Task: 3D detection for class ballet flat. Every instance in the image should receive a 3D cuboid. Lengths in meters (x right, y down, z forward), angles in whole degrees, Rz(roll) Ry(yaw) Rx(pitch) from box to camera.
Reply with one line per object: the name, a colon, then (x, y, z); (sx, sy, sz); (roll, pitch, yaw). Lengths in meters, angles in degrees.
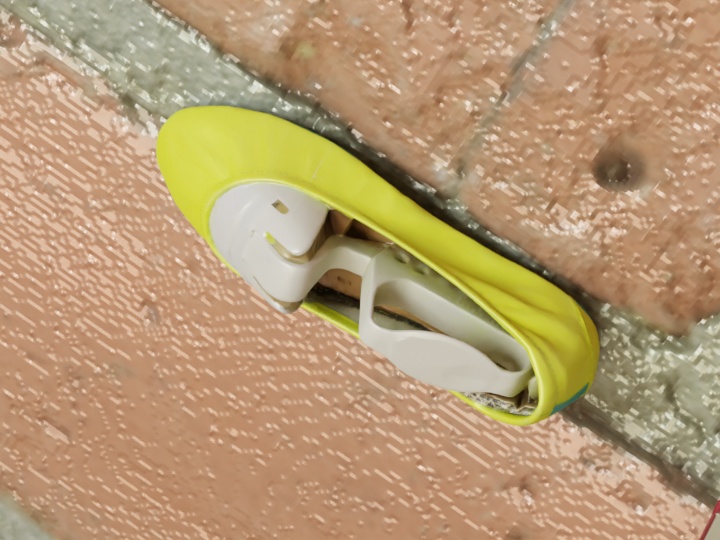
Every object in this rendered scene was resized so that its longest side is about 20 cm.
ballet flat: (0.000, 0.000, 1.010); (0.200, 0.067, 0.067); (29, 128, 5)

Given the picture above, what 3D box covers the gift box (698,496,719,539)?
gift box: (0.210, 0.156, 0.941); (0.186, 0.185, 0.201); (17, 132, 16)
